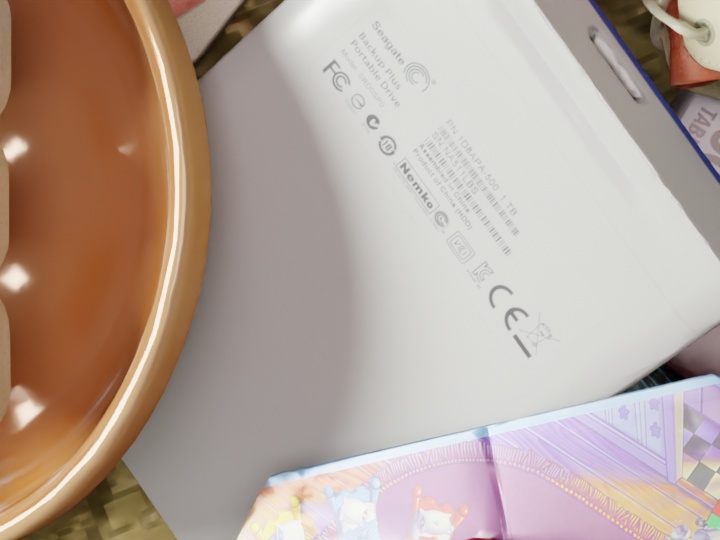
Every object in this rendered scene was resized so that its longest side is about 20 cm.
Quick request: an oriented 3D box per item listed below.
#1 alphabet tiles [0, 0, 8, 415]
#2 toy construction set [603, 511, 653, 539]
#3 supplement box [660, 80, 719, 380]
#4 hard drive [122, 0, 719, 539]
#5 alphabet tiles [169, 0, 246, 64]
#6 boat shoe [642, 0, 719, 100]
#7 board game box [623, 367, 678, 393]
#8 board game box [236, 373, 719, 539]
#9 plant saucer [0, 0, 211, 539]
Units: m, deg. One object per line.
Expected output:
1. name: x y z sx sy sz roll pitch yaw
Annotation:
1. alphabet tiles: -0.177 -0.016 0.752 0.195 0.015 0.200 0 90 31
2. toy construction set: 0.156 0.126 0.699 0.200 0.131 0.092 17 57 30
3. supplement box: 0.163 0.017 0.741 0.200 0.061 0.109 33 91 1
4. hard drive: 0.000 0.000 0.733 0.200 0.025 0.132 -39 84 38
5. alphabet tiles: -0.041 -0.167 0.800 0.200 0.015 0.196 38 91 1
6. boat shoe: 0.106 -0.057 0.681 0.063 0.071 0.200 -34 93 3
7. board game box: 0.145 0.037 0.786 0.200 0.028 0.135 -41 88 2
8. board game box: 0.037 0.116 0.678 0.200 0.039 0.158 -15 81 30
9. plant saucer: -0.120 -0.019 0.756 0.200 0.037 0.200 0 89 31
